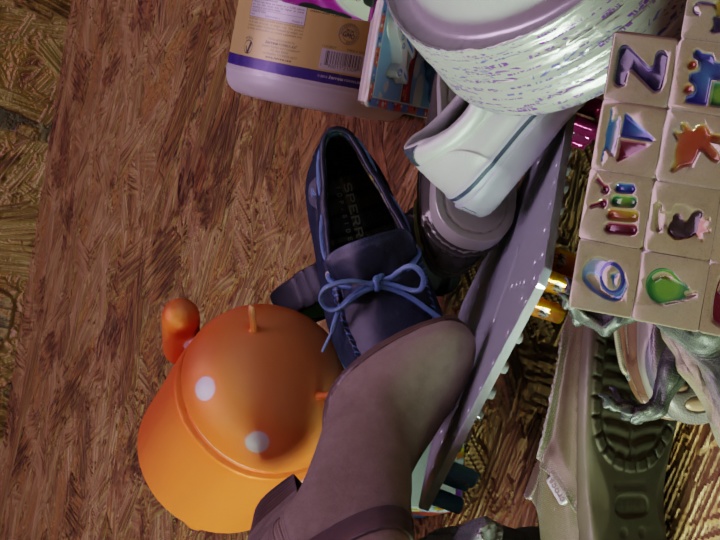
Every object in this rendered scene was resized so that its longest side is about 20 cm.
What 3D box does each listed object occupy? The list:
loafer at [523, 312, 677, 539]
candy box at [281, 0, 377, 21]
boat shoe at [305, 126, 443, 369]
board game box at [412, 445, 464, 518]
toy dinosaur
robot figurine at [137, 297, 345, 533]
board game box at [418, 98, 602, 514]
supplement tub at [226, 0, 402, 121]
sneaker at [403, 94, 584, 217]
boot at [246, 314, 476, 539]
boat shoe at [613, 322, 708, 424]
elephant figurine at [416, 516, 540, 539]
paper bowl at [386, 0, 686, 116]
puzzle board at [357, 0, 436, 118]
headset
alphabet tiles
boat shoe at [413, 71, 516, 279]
[{"bbox_3d":[0.124,0.104,1.090,0.067,0.076,0.201,-8,73,49],"label":"loafer"},{"bbox_3d":[0.007,-0.268,1.195,0.136,0.061,0.200,102,-179,-65],"label":"candy box"},{"bbox_3d":[0.000,0.000,1.257,0.069,0.084,0.200,79,167,-58],"label":"boat shoe"},{"bbox_3d":[-0.011,0.123,1.445,0.200,0.103,0.105,155,121,-67],"label":"board game box"},{"bbox_3d":[0.150,0.031,0.976,0.088,0.047,0.201,-17,82,27],"label":"toy dinosaur"},{"bbox_3d":[-0.076,0.095,1.311,0.200,0.116,0.144,127,144,-53],"label":"robot figurine"},{"bbox_3d":[0.092,0.017,1.219,0.200,0.026,0.200,-74,6,-51],"label":"board game box"},{"bbox_3d":[-0.018,-0.223,1.548,0.145,0.145,0.201,-152,71,-70],"label":"supplement tub"},{"bbox_3d":[0.101,-0.125,1.193,0.200,0.071,0.073,-54,14,12],"label":"sneaker"},{"bbox_3d":[0.006,0.127,1.141,0.200,0.070,0.146,-49,22,9],"label":"boot"},{"bbox_3d":[0.162,-0.021,1.053,0.072,0.076,0.201,161,117,-71],"label":"boat shoe"},{"bbox_3d":[0.071,0.248,1.148,0.141,0.155,0.201,-15,74,39],"label":"elephant figurine"},{"bbox_3d":[0.101,-0.193,1.116,0.200,0.104,0.201,-26,40,25],"label":"paper bowl"},{"bbox_3d":[0.060,-0.201,1.358,0.017,0.151,0.201,13,95,32],"label":"puzzle board"},{"bbox_3d":[0.020,-0.022,1.402,0.200,0.123,0.094,-26,81,34],"label":"headset"},{"bbox_3d":[0.187,-0.067,0.927,0.167,0.008,0.201,11,93,29],"label":"alphabet tiles"},{"bbox_3d":[0.073,-0.087,1.309,0.060,0.072,0.202,119,166,-54],"label":"boat shoe"}]
